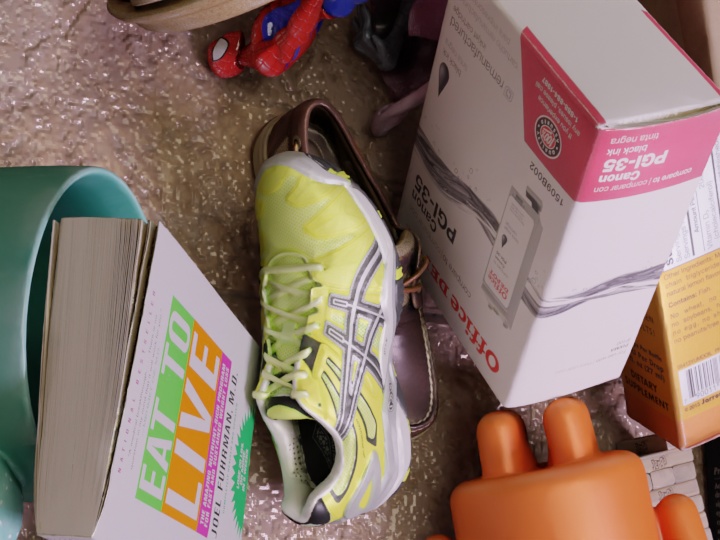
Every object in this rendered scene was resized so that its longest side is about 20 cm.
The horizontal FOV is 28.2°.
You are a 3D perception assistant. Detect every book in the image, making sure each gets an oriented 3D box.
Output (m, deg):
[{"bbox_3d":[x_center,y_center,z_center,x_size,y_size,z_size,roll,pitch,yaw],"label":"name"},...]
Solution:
[{"bbox_3d":[-0.093,0.074,0.666,0.047,0.200,0.136,1,72,11],"label":"book"}]

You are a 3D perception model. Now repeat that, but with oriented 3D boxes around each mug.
[{"bbox_3d":[-0.175,0.033,0.651,0.113,0.185,0.154,0,103,15],"label":"mug"}]

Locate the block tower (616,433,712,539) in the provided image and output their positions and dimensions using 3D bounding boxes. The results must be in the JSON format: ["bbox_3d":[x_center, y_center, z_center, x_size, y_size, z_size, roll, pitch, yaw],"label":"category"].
[{"bbox_3d":[0.185,0.202,0.864,0.057,0.054,0.203,-8,83,-28],"label":"block tower"}]

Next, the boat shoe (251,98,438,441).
[{"bbox_3d":[0.000,0.000,0.802,0.071,0.072,0.203,-17,87,-28],"label":"boat shoe"}]

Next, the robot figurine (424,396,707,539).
[{"bbox_3d":[0.116,0.174,0.799,0.142,0.116,0.203,-7,83,-27],"label":"robot figurine"}]

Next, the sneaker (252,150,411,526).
[{"bbox_3d":[-0.020,0.038,0.751,0.076,0.075,0.203,-27,108,-56],"label":"sneaker"}]

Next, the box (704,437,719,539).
[{"bbox_3d":[0.308,0.189,0.900,0.146,0.104,0.203,6,76,-25],"label":"box"}]

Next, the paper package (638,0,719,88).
[{"bbox_3d":[0.288,-0.145,0.939,0.197,0.103,0.194,-4,79,-13],"label":"paper package"}]

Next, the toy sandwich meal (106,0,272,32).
[{"bbox_3d":[-0.054,-0.200,0.751,0.205,0.204,0.071,-41,120,-27],"label":"toy sandwich meal"}]

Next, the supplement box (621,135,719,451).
[{"bbox_3d":[0.180,-0.003,0.828,0.068,0.066,0.203,-19,112,-17],"label":"supplement box"}]

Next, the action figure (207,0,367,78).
[{"bbox_3d":[-0.005,-0.157,0.780,0.052,0.199,0.066,52,27,-16],"label":"action figure"}]

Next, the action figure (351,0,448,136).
[{"bbox_3d":[0.103,-0.165,0.855,0.197,0.134,0.151,-1,81,-24],"label":"action figure"}]

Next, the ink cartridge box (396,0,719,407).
[{"bbox_3d":[0.097,-0.048,0.765,0.082,0.202,0.147,-13,49,-25],"label":"ink cartridge box"}]
